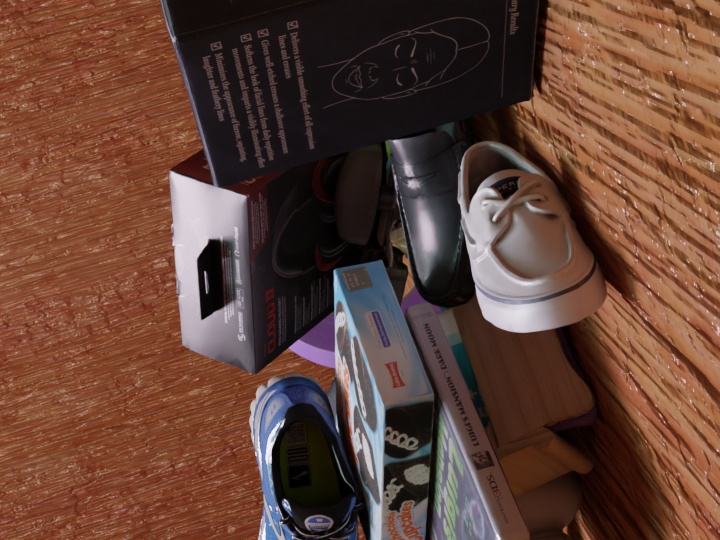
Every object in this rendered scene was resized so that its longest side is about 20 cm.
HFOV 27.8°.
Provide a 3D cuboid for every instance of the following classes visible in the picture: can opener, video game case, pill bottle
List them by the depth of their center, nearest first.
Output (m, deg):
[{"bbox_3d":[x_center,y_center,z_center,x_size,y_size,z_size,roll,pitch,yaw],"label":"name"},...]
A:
[{"bbox_3d":[0.060,0.154,0.952,0.201,0.023,0.183,92,162,-48],"label":"video game case"},{"bbox_3d":[0.097,0.134,1.083,0.111,0.109,0.202,82,171,-62],"label":"pill bottle"},{"bbox_3d":[0.000,0.000,1.093,0.053,0.066,0.202,-105,25,-66],"label":"can opener"}]

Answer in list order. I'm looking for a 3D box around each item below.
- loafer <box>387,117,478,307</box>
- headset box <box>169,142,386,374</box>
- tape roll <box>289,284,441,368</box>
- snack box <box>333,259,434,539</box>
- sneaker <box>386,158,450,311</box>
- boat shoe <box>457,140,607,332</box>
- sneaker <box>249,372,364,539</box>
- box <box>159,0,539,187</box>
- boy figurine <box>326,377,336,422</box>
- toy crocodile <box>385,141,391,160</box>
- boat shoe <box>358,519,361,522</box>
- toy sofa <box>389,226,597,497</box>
[{"bbox_3d":[0.045,-0.077,0.968,0.070,0.067,0.204,2,-95,-52],"label":"loafer"},{"bbox_3d":[-0.062,-0.030,1.081,0.200,0.074,0.150,-37,-43,-46],"label":"headset box"},{"bbox_3d":[-0.006,-0.018,1.284,0.066,0.198,0.203,90,164,-75],"label":"tape roll"},{"bbox_3d":[0.013,0.104,0.984,0.201,0.037,0.117,90,164,-47],"label":"snack box"},{"bbox_3d":[0.047,-0.037,1.174,0.201,0.079,0.072,-98,-4,-47],"label":"sneaker"},{"bbox_3d":[0.088,-0.025,0.852,0.200,0.073,0.066,-119,9,-69],"label":"boat shoe"},{"bbox_3d":[-0.037,0.178,1.019,0.089,0.077,0.203,-139,37,-78],"label":"sneaker"},{"bbox_3d":[-0.009,-0.150,0.805,0.149,0.197,0.108,84,170,-63],"label":"box"},{"bbox_3d":[0.056,0.125,1.226,0.123,0.199,0.065,15,92,42],"label":"boy figurine"},{"bbox_3d":[0.028,-0.157,1.084,0.068,0.061,0.202,77,-166,-44],"label":"toy crocodile"},{"bbox_3d":[0.082,0.204,1.151,0.064,0.199,0.071,-42,28,38],"label":"boat shoe"},{"bbox_3d":[0.102,0.045,1.005,0.083,0.097,0.202,36,-149,-57],"label":"toy sofa"}]
